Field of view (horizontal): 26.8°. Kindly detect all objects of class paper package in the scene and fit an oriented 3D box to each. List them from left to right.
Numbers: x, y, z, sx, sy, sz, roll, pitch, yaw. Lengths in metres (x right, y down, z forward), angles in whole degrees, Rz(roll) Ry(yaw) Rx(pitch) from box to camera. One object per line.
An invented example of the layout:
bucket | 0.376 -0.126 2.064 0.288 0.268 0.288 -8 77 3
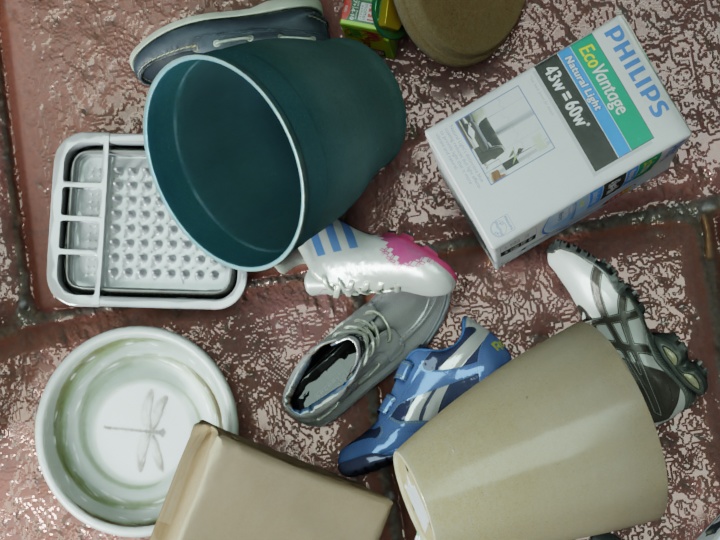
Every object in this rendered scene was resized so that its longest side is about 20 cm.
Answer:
paper package | -0.095 0.264 1.381 0.190 0.103 0.201 23 85 -15

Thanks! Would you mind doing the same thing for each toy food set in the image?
toy food set | 0.089 -0.293 1.422 0.049 0.197 0.201 10 90 45

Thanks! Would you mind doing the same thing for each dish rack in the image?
dish rack | -0.203 -0.047 1.487 0.199 0.044 0.173 2 83 7

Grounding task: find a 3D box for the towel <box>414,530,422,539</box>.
towel | 0.109 0.332 1.358 0.148 0.031 0.201 8 82 11

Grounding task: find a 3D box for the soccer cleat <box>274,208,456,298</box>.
soccer cleat | 0.000 0.000 1.418 0.199 0.070 0.087 22 69 38

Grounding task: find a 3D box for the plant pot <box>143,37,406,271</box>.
plant pot | -0.065 -0.127 1.392 0.188 0.200 0.200 -31 78 -43

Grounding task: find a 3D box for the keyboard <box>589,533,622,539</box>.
keyboard | 0.281 0.332 1.391 0.199 0.040 0.104 30 87 10

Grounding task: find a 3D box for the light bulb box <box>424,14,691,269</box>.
light bulb box | 0.177 -0.110 1.373 0.199 0.198 0.125 -30 83 3

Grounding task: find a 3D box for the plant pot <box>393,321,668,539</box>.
plant pot | 0.137 0.168 1.328 0.199 0.187 0.188 -21 81 -12

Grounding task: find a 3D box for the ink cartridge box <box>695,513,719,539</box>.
ink cartridge box | 0.393 0.258 1.354 0.146 0.083 0.200 44 82 8

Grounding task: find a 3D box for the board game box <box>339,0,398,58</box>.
board game box | 0.028 -0.317 1.462 0.047 0.102 0.201 11 85 6

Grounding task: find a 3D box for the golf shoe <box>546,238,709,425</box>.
golf shoe | 0.230 0.060 1.410 0.094 0.078 0.200 -42 80 1

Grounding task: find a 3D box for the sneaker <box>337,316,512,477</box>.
sneaker | 0.055 0.122 1.426 0.200 0.074 0.082 -34 82 -7

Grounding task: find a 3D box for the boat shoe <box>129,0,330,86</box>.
boat shoe | -0.126 -0.212 1.483 0.199 0.075 0.062 -13 66 -4

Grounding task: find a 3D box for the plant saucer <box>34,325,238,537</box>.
plant saucer | -0.212 0.155 1.461 0.199 0.050 0.201 -1 83 6

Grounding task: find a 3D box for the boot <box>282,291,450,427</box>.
boot | 0.008 0.071 1.423 0.074 0.096 0.200 43 89 9
